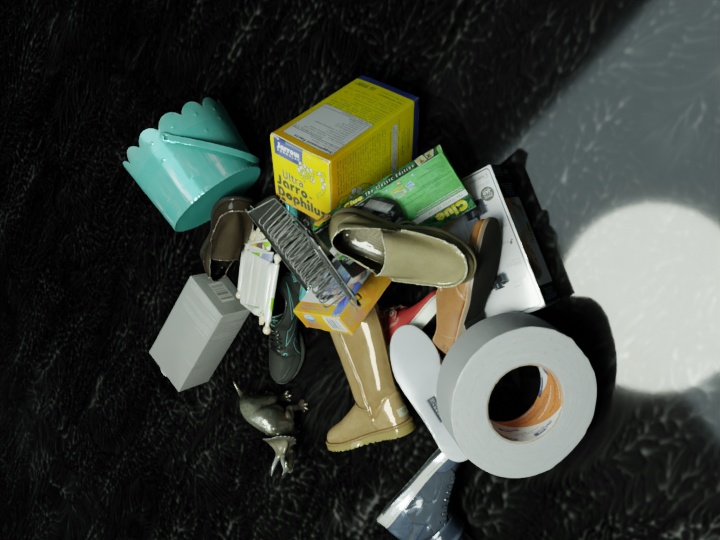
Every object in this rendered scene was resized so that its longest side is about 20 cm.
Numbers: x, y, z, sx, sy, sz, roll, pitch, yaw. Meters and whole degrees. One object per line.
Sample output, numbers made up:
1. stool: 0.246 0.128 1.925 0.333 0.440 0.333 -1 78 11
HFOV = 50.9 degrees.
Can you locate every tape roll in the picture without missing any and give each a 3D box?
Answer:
1. tape roll: 0.200 0.160 0.977 0.066 0.196 0.204 -130 39 -73

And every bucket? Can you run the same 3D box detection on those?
1. bucket: -0.272 -0.171 1.255 0.206 0.207 0.136 -39 87 32

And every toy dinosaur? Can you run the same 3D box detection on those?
1. toy dinosaur: -0.156 0.244 1.289 0.200 0.102 0.078 44 118 21

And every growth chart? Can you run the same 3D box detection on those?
1. growth chart: -0.172 0.005 1.255 0.200 0.017 0.147 32 113 62

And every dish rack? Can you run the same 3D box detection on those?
1. dish rack: -0.074 -0.019 1.014 0.054 0.154 0.200 -39 28 -5

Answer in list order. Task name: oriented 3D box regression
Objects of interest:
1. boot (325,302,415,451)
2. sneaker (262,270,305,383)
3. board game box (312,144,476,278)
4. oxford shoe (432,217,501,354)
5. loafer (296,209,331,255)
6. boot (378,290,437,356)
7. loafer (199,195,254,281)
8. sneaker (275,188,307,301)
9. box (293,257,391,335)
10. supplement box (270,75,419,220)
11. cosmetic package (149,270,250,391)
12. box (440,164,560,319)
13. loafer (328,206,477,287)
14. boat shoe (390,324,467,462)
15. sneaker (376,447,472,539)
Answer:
1. boot: -0.011 0.157 1.139 0.173 0.066 0.203 -22 87 34
2. sneaker: -0.136 0.097 1.270 0.074 0.079 0.204 17 107 31
3. board game box: 0.045 -0.074 1.003 0.198 0.105 0.024 -30 36 14
4. oxford shoe: 0.134 0.021 1.003 0.071 0.071 0.203 25 111 33
5. loafer: -0.064 -0.113 1.156 0.075 0.068 0.204 171 98 -78
6. boot: 0.036 0.062 1.151 0.200 0.072 0.145 -47 69 34
7. loafer: -0.222 -0.050 1.288 0.201 0.072 0.072 121 141 -49
8. sneaker: -0.098 -0.045 1.213 0.077 0.078 0.204 170 96 -71
9. box: 0.000 0.000 1.098 0.118 0.201 0.042 2 141 53
10. supplement box: -0.018 -0.171 1.062 0.108 0.200 0.111 28 140 28
11. cosmetic package: -0.293 0.111 1.379 0.107 0.090 0.201 47 122 20
12. box: 0.180 -0.030 1.042 0.116 0.060 0.203 -26 81 34
13. loafer: 0.047 -0.019 0.945 0.197 0.068 0.077 15 120 11
14. boat shoe: 0.104 0.170 1.068 0.070 0.070 0.202 -31 81 5
15. sneaker: 0.137 0.348 1.119 0.146 0.077 0.203 41 109 13
